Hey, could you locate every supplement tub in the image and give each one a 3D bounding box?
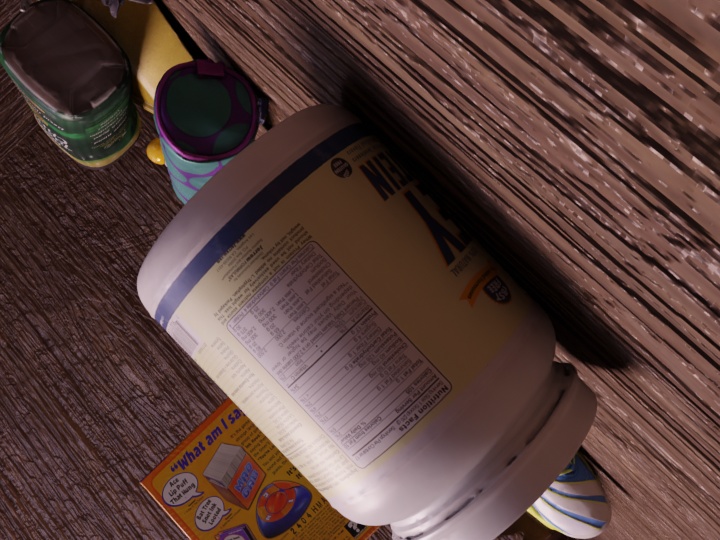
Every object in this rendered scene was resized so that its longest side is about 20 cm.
[{"bbox_3d":[0.005,0.032,0.413,0.200,0.145,0.145,46,176,1],"label":"supplement tub"}]

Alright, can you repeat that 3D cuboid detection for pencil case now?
[{"bbox_3d":[-0.129,-0.108,0.711,0.085,0.093,0.200,15,168,-6],"label":"pencil case"}]

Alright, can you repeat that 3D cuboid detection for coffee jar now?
[{"bbox_3d":[-0.259,-0.161,0.751,0.104,0.085,0.200,44,167,-3],"label":"coffee jar"}]

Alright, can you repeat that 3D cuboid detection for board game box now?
[{"bbox_3d":[-0.078,0.227,0.900,0.200,0.200,0.200,46,176,7],"label":"board game box"}]

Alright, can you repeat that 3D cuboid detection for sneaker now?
[{"bbox_3d":[0.148,0.160,0.749,0.200,0.076,0.105,45,176,25],"label":"sneaker"}]

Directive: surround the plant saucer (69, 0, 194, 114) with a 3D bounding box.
[{"bbox_3d":[-0.235,-0.223,0.778,0.200,0.048,0.200,30,161,43],"label":"plant saucer"}]

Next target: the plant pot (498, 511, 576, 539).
[{"bbox_3d":[0.145,0.243,0.882,0.200,0.200,0.198,44,169,23],"label":"plant pot"}]

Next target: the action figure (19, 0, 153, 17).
[{"bbox_3d":[-0.222,-0.227,0.530,0.200,0.102,0.119,46,165,22],"label":"action figure"}]

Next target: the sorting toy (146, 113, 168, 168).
[{"bbox_3d":[-0.202,-0.182,1.035,0.200,0.107,0.180,45,157,11],"label":"sorting toy"}]
